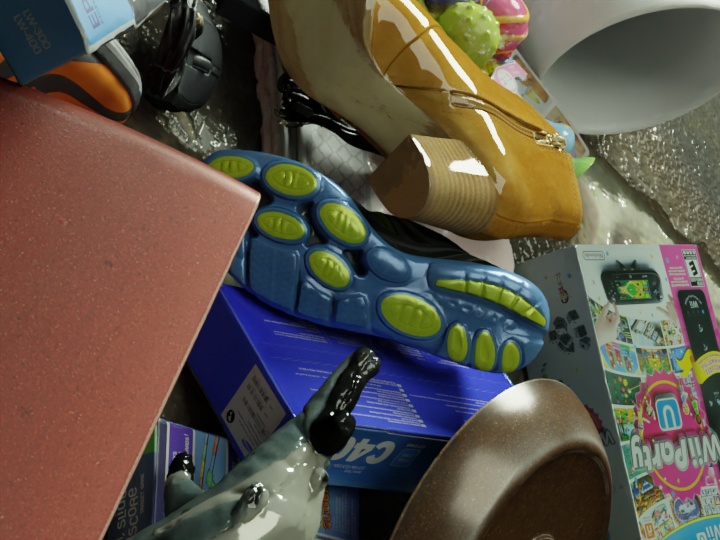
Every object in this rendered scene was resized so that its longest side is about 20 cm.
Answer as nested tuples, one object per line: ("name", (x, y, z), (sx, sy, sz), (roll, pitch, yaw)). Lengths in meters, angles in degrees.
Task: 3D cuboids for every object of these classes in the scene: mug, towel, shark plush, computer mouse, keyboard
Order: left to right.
("computer mouse", (-0.079, -0.103, 0.799), (0.034, 0.200, 0.059), (19, 92, -7))
("shark plush", (-0.066, 0.101, 0.733), (0.200, 0.083, 0.091), (-55, 137, -12))
("keyboard", (-0.002, -0.119, 0.948), (0.200, 0.021, 0.128), (22, 56, -40))
("towel", (0.020, -0.058, 0.987), (0.190, 0.032, 0.201), (10, 68, -45))
("mug", (0.170, -0.192, 1.137), (0.200, 0.147, 0.176), (55, 21, -63))

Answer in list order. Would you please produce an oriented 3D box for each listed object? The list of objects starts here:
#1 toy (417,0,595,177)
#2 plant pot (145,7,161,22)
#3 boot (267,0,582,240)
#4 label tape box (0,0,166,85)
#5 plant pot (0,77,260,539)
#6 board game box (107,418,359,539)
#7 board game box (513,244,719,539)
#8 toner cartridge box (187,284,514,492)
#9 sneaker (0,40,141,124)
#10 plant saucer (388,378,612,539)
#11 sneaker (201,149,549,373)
("toy", (0.073, -0.135, 0.995), (0.200, 0.047, 0.115), (55, 34, -9))
("plant pot", (-0.102, -0.219, 0.810), (0.201, 0.092, 0.202), (-5, 90, -76))
("boot", (0.036, -0.101, 0.905), (0.144, 0.071, 0.202), (3, 56, -51))
("label tape box", (-0.126, -0.148, 0.610), (0.144, 0.066, 0.200), (61, 16, -14))
("plant pot", (-0.185, 0.031, 0.620), (0.176, 0.200, 0.200), (36, 50, -16))
("board game box", (-0.059, 0.182, 0.797), (0.135, 0.034, 0.201), (22, 58, -40))
("board game box", (0.176, 0.087, 1.073), (0.147, 0.064, 0.201), (-1, 76, -47))
("toner cartridge box", (0.008, 0.067, 0.882), (0.199, 0.043, 0.095), (13, 35, -44))
("sneaker", (-0.192, -0.081, 0.745), (0.199, 0.077, 0.113), (25, 65, -33))
("plant saucer", (0.074, 0.155, 0.872), (0.200, 0.034, 0.201), (-31, 133, -40))
("sneaker", (0.000, 0.000, 0.876), (0.199, 0.083, 0.071), (24, 88, -16))
